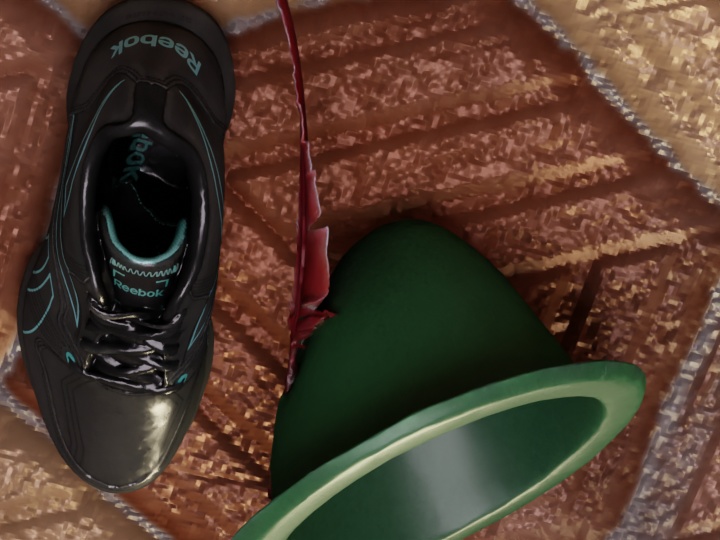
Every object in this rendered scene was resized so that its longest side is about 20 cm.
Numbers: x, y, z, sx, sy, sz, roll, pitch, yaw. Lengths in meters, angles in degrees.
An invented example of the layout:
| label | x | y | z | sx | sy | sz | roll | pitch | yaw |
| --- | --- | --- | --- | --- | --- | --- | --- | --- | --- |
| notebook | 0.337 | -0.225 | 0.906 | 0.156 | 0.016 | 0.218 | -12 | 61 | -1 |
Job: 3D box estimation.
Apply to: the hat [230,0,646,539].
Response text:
| label | x | y | z | sx | sy | sz | roll | pitch | yaw |
| --- | --- | --- | --- | --- | --- | --- | --- | --- | --- |
| hat | 0.000 | 0.000 | 1.098 | 0.165 | 0.177 | 0.200 | -8 | 155 | -41 |

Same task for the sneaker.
| label | x | y | z | sx | sy | sz | roll | pitch | yaw |
| --- | --- | --- | --- | --- | --- | --- | --- | --- | --- |
| sneaker | -0.087 | 0.003 | 1.069 | 0.075 | 0.079 | 0.201 | 4 | 121 | -4 |
